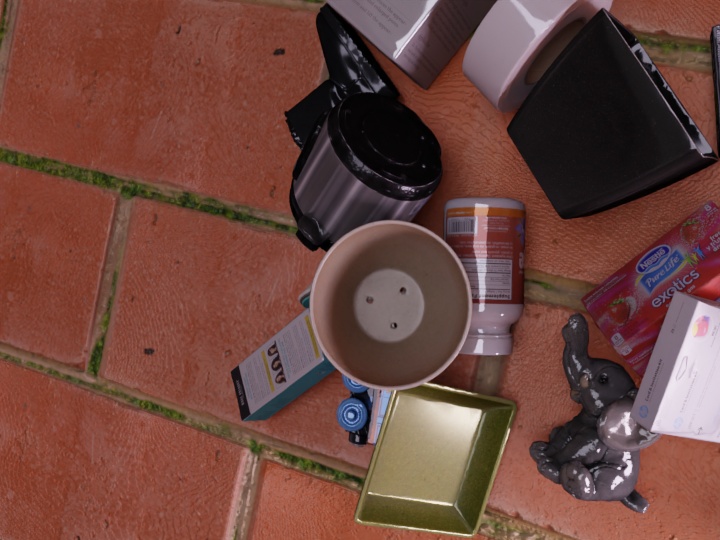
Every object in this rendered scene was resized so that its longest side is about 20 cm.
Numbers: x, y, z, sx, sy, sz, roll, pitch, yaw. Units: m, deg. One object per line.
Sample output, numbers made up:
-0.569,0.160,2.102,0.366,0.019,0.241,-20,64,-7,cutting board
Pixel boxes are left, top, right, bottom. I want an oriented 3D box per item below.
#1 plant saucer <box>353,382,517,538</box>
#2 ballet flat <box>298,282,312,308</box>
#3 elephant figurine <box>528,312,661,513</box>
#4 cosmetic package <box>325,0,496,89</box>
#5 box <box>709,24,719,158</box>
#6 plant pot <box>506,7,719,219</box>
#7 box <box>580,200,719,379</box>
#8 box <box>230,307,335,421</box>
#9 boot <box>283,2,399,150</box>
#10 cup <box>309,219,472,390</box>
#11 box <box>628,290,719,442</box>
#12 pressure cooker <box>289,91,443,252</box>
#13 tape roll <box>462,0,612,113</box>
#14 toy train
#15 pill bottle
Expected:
0.095,0.248,1.068,0.197,0.048,0.204,15,96,-25,plant saucer
0.000,0.000,1.151,0.197,0.069,0.071,-18,83,15,ballet flat
0.308,0.179,0.987,0.141,0.153,0.203,34,105,46,elephant figurine
0.075,-0.391,1.071,0.165,0.164,0.201,44,102,16,cosmetic package
0.537,-0.229,0.961,0.196,0.044,0.164,-3,88,20,box
0.302,-0.171,0.980,0.177,0.199,0.202,-36,78,29,plant pot
0.387,0.028,0.966,0.199,0.099,0.096,-41,41,15,box
-0.108,0.140,1.147,0.199,0.049,0.083,-39,58,34,box
-0.049,-0.270,1.168,0.162,0.073,0.200,-39,75,21,boot
0.037,0.044,1.015,0.196,0.143,0.205,0,88,1,cup
0.423,0.121,0.925,0.041,0.197,0.159,34,110,61,box
-0.003,-0.112,1.065,0.201,0.173,0.181,-52,39,45,pressure cooker
0.224,-0.299,0.997,0.203,0.202,0.071,-46,75,13,tape roll
0.034,0.154,1.122,0.112,0.087,0.204,8,89,11,toy train
0.164,0.008,1.059,0.110,0.112,0.204,1,90,20,pill bottle
